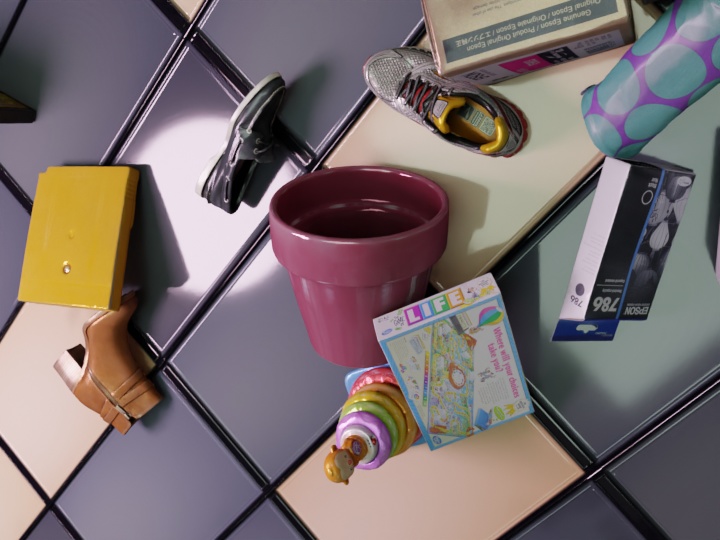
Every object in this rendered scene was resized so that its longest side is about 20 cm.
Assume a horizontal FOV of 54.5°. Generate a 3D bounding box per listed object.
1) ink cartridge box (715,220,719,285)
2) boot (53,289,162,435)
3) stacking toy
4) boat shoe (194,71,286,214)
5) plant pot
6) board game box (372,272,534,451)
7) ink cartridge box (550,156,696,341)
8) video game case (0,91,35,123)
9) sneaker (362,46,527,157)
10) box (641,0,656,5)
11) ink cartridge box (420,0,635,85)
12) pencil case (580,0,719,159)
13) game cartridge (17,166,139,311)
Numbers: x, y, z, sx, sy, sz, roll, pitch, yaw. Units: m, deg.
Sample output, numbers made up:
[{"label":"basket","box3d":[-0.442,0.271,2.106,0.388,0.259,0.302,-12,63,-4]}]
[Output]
[{"label":"ink cartridge box","box3d":[0.428,-0.045,0.612,0.196,0.146,0.150,4,104,23]},{"label":"boot","box3d":[-0.352,0.139,1.046,0.155,0.074,0.200,45,114,0]},{"label":"stacking toy","box3d":[0.008,0.189,0.821,0.108,0.200,0.118,-19,94,26]},{"label":"boat shoe","box3d":[-0.137,-0.151,0.875,0.066,0.074,0.200,43,115,6]},{"label":"plant pot","box3d":[0.000,0.000,0.798,0.197,0.200,0.182,11,123,20]},{"label":"board game box","box3d":[0.108,0.108,0.770,0.132,0.034,0.202,-21,128,5]},{"label":"ink cartridge box","box3d":[0.268,-0.010,0.720,0.039,0.098,0.204,41,124,55]},{"label":"video game case","box3d":[-0.600,-0.253,0.982,0.179,0.200,0.026,29,109,15]},{"label":"sneaker","box3d":[0.088,-0.188,0.763,0.198,0.082,0.079,29,112,15]},{"label":"box","box3d":[0.282,-0.363,0.627,0.111,0.101,0.204,-14,96,25]},{"label":"ink cartridge box","box3d":[0.166,-0.233,0.653,0.162,0.200,0.077,-11,97,25]},{"label":"pencil case","box3d":[0.288,-0.190,0.633,0.086,0.092,0.200,51,147,6]},{"label":"game cartridge","box3d":[-0.405,-0.048,1.006,0.173,0.032,0.204,4,81,23]}]
